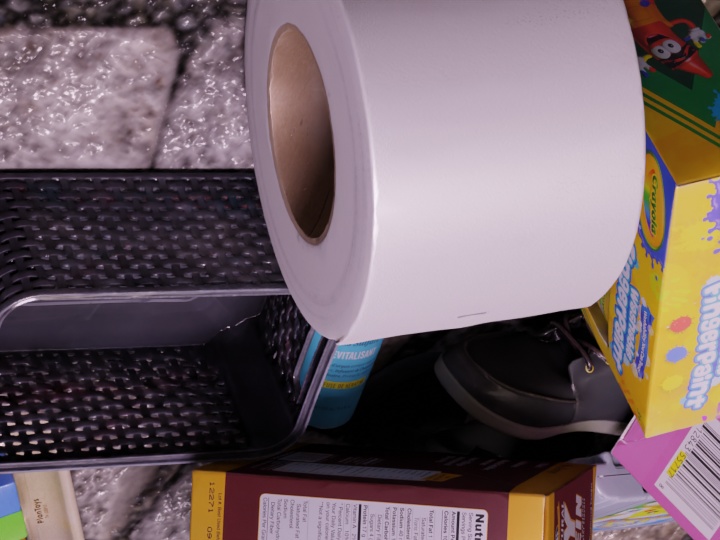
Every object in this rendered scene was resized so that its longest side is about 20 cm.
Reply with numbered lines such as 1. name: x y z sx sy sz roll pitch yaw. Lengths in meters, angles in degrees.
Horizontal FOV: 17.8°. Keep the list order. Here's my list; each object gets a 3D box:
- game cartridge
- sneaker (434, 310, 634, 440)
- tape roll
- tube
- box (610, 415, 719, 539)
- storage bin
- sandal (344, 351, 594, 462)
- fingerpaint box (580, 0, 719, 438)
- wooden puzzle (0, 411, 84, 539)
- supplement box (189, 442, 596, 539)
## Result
1. game cartridge: 0.190 0.144 1.515 0.199 0.041 0.133 -1 168 -33
2. sneaker: 0.138 0.042 1.407 0.199 0.075 0.107 4 129 -43
3. tape roll: 0.035 -0.075 1.122 0.138 0.203 0.204 -8 137 -18
4. tube: 0.000 0.000 1.311 0.077 0.050 0.201 -6 132 -32
5. box: 0.281 0.060 1.416 0.199 0.097 0.177 -17 144 -45
6. storage bin: -0.121 0.027 1.239 0.199 0.094 0.136 -2 135 -26
7. sandal: 0.076 0.099 1.451 0.199 0.043 0.076 14 127 -37
8. fingerpaint box: 0.160 -0.039 1.248 0.073 0.167 0.201 -14 140 -12
9. wooden puzzle: -0.262 0.176 1.366 0.198 0.046 0.186 -15 139 -11
10. supplement box: 0.023 0.178 1.319 0.198 0.134 0.197 3 -179 13
